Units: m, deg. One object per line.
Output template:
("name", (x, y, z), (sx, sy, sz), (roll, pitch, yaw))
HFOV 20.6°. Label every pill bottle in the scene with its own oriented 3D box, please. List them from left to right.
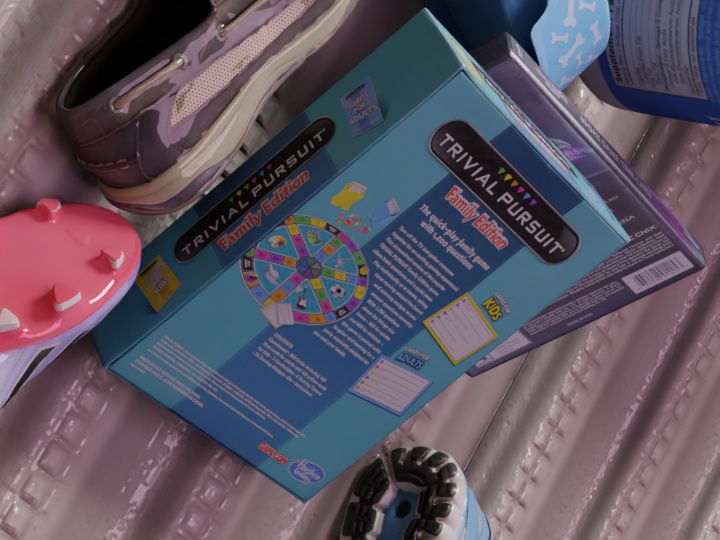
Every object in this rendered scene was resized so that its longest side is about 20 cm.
("pill bottle", (0.172, -0.129, 0.981), (0.112, 0.199, 0.113), (-14, 111, -42))

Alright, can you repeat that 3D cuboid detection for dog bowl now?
("dog bowl", (0.060, -0.167, 0.912), (0.049, 0.111, 0.201), (-29, 122, -15))

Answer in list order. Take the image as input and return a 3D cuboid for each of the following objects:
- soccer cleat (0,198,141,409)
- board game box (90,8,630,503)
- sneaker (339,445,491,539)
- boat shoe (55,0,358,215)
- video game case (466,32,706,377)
("soccer cleat", (-0.166, 0.043, 0.793), (0.200, 0.066, 0.077), (-43, 160, -36))
("board game box", (0.000, 0.000, 0.881), (0.200, 0.047, 0.151), (-39, 135, 11))
("sneaker", (0.017, 0.195, 1.002), (0.090, 0.078, 0.201), (43, 71, -46))
("boat shoe", (-0.056, -0.119, 0.843), (0.073, 0.074, 0.201), (48, 65, -42))
("video game case", (0.061, -0.024, 0.956), (0.200, 0.142, 0.019), (41, 32, -43))
